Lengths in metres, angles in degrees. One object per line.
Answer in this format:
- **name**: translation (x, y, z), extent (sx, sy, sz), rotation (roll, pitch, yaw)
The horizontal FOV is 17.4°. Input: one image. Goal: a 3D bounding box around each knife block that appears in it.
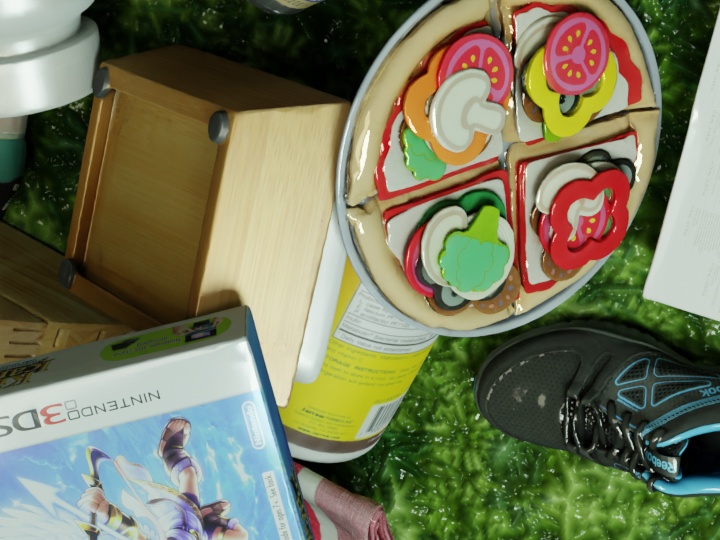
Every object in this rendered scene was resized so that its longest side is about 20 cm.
- **knife block**: translation (-0.236, 0.001, 1.410), extent (0.199, 0.176, 0.064), rotation (3, 127, -31)

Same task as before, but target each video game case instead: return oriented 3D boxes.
- **video game case**: translation (-0.117, 0.134, 1.173), extent (0.180, 0.045, 0.201), rotation (-13, 111, 4)

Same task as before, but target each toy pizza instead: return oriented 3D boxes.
- **toy pizza**: translation (0.078, -0.057, 1.194), extent (0.032, 0.199, 0.201), rotation (34, 132, 52)

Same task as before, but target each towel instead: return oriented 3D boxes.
- **towel**: translation (-0.071, 0.120, 1.355), extent (0.199, 0.023, 0.144), rotation (25, 162, 16)

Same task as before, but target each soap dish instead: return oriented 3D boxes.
- **soap dish**: translation (-0.084, -0.031, 1.243), extent (0.200, 0.081, 0.158), rotation (24, 105, 57)

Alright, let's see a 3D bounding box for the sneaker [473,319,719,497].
- **sneaker**: translation (0.152, 0.078, 1.276), extent (0.199, 0.082, 0.074), rotation (5, 117, 20)

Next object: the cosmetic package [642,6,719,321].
- **cosmetic package**: translation (0.210, -0.069, 1.204), extent (0.082, 0.051, 0.201), rotation (20, 119, 14)

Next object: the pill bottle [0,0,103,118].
- **pill bottle**: translation (-0.198, -0.191, 1.269), extent (0.109, 0.110, 0.201), rotation (0, 113, 21)

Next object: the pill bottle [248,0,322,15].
- **pill bottle**: translation (0.020, -0.212, 1.175), extent (0.199, 0.112, 0.112), rotation (-20, 105, 27)

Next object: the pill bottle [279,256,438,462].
- **pill bottle**: translation (0.000, 0.000, 1.282), extent (0.109, 0.109, 0.201), rotation (31, 120, 5)

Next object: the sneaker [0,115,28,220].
- **sneaker**: translation (-0.289, -0.065, 1.336), extent (0.199, 0.071, 0.080), rotation (4, 99, -14)
